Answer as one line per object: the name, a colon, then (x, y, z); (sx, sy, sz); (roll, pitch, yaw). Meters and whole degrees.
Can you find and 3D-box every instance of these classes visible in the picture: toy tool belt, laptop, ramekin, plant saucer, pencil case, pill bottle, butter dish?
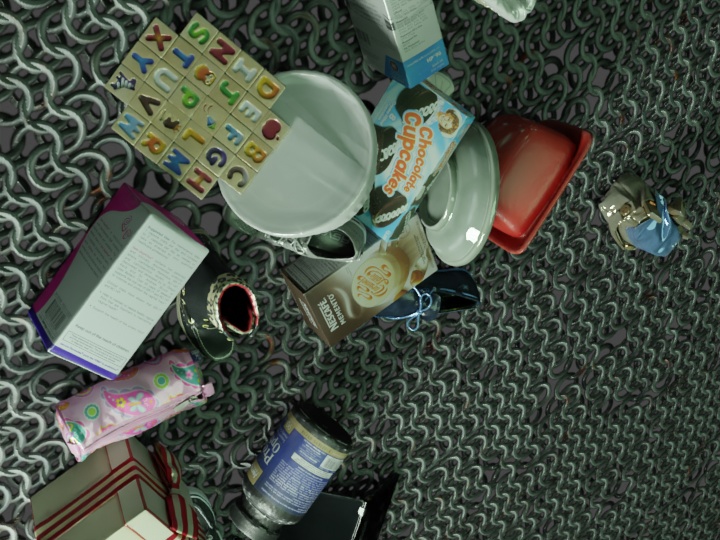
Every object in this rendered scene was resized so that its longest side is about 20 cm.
toy tool belt: (0.504, -0.077, 1.642); (0.199, 0.123, 0.125); (30, 97, -42)
laptop: (-0.048, 0.434, 1.633); (0.199, 0.115, 0.189); (-20, 132, -60)
ramekin: (-0.069, -0.135, 1.175); (0.203, 0.202, 0.094); (-53, 166, 3)
plant saucer: (0.122, -0.108, 1.317); (0.050, 0.200, 0.202); (4, 114, -23)
pencil case: (-0.297, 0.174, 1.263); (0.198, 0.087, 0.088); (-22, 126, -21)
pill bottle: (-0.109, 0.309, 1.451); (0.112, 0.112, 0.201); (33, 95, -42)
butter dish: (0.205, -0.151, 1.378); (0.147, 0.200, 0.201); (30, 97, -18)

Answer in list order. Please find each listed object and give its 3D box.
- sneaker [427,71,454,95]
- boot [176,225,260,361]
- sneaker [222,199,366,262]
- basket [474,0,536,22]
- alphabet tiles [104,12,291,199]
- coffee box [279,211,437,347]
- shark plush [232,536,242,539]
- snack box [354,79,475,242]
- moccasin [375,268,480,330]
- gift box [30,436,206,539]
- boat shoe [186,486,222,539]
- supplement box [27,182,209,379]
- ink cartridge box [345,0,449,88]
sneaker: (0.076, -0.182, 1.327); (0.080, 0.075, 0.202); (-1, 117, -44)
boot: (-0.181, 0.060, 1.229); (0.073, 0.154, 0.205); (-22, 126, -22)
sneaker: (-0.082, -0.060, 1.251); (0.198, 0.082, 0.076); (12, 110, -12)
basket: (0.145, -0.446, 1.159); (0.197, 0.161, 0.201); (27, 98, -41)
alphabet tiles: (-0.187, -0.190, 1.114); (0.199, 0.006, 0.167); (38, 92, -11)
coffee box: (0.000, 0.000, 1.368); (0.199, 0.080, 0.115); (-36, 130, -12)
shark plush: (-0.210, 0.528, 1.542); (0.082, 0.091, 0.202); (8, 120, -4)
snack box: (0.050, -0.153, 1.269); (0.201, 0.116, 0.037); (-58, 162, 21)
moccasin: (0.103, 0.041, 1.458); (0.198, 0.069, 0.081); (-13, 145, -27)
gift box: (-0.308, 0.347, 1.298); (0.186, 0.185, 0.200); (-36, 135, 0)
boat shoe: (-0.242, 0.413, 1.448); (0.071, 0.068, 0.202); (-22, 126, -23)
supplement box: (-0.293, 0.012, 1.160); (0.103, 0.101, 0.201); (34, 95, -42)
ink cartridge box: (0.031, -0.339, 1.171); (0.068, 0.116, 0.201); (-33, 130, -14)
